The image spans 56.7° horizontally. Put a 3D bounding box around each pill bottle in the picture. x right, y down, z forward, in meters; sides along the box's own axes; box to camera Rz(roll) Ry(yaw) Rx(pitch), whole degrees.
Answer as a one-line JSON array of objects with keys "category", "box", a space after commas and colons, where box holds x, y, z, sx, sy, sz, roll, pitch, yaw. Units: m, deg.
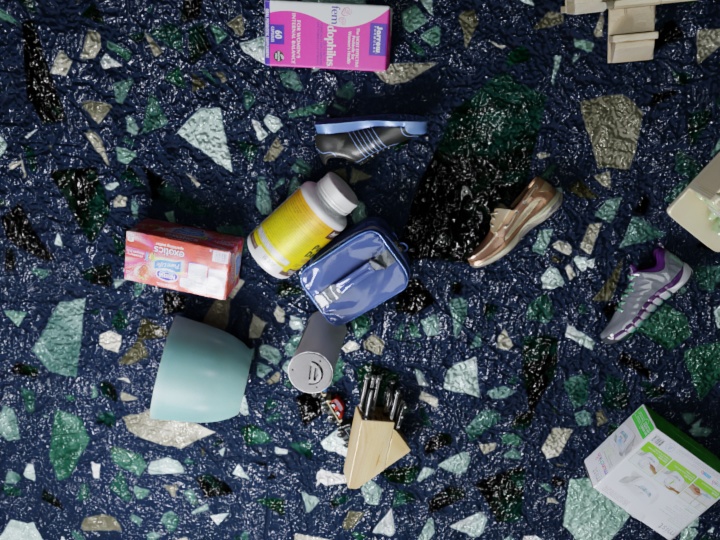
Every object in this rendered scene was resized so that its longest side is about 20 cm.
[{"category": "pill bottle", "box": [-0.101, -0.084, 1.202, 0.200, 0.109, 0.109, -40, 101, 18]}]

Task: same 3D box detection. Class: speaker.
[{"category": "speaker", "box": [-0.076, 0.145, 1.232, 0.081, 0.200, 0.081, 2, 109, 5]}]

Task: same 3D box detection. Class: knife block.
[{"category": "knife block", "box": [0.012, 0.314, 1.337, 0.200, 0.064, 0.176, -36, 109, 1]}]

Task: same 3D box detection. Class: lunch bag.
[{"category": "lunch bag", "box": [0.000, 0.000, 1.209, 0.200, 0.132, 0.136, -33, 103, 17]}]

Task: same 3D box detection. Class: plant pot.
[{"category": "plant pot", "box": [-0.299, 0.201, 1.288, 0.161, 0.201, 0.201, 13, 111, -10]}]

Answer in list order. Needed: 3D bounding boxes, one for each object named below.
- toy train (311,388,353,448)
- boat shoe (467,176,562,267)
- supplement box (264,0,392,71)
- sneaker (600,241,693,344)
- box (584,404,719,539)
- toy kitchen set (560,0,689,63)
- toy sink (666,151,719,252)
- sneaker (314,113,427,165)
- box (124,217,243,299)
[{"category": "toy train", "box": [-0.055, 0.279, 1.367, 0.046, 0.034, 0.200, -26, 106, 11]}, {"category": "boat shoe", "box": [0.262, -0.087, 1.185, 0.200, 0.076, 0.072, -43, 97, 9]}, {"category": "supplement box", "box": [-0.050, -0.385, 1.093, 0.199, 0.103, 0.101, 3, 109, 3]}, {"category": "sneaker", "box": [0.497, 0.042, 1.212, 0.088, 0.074, 0.200, 45, 99, 4]}, {"category": "box", "box": [0.581, 0.398, 1.307, 0.200, 0.097, 0.177, 34, 110, -7]}, {"category": "toy kitchen set", "box": [0.411, -0.391, 0.997, 0.199, 0.180, 0.164, -2, 111, 12]}, {"category": "toy sink", "box": [0.639, -0.124, 1.104, 0.130, 0.112, 0.200, 37, 109, -7]}, {"category": "sneaker", "box": [0.020, -0.227, 1.163, 0.199, 0.070, 0.078, 0, 114, 13]}, {"category": "box", "box": [-0.331, -0.024, 1.256, 0.199, 0.096, 0.100, 11, 110, 2]}]
